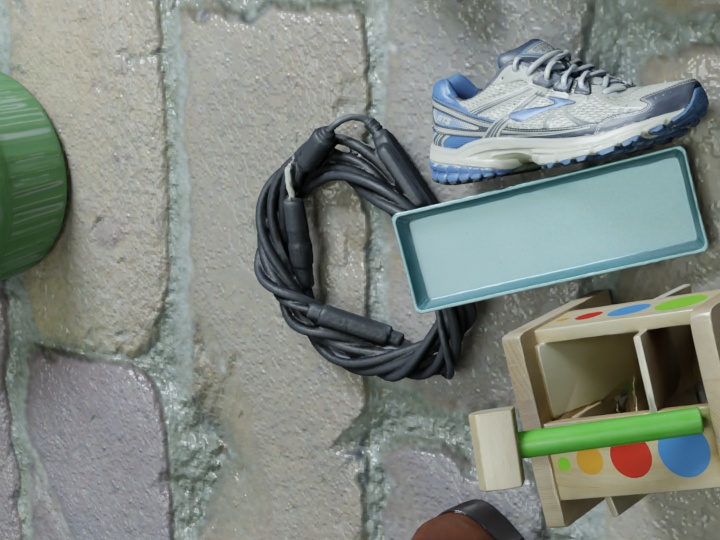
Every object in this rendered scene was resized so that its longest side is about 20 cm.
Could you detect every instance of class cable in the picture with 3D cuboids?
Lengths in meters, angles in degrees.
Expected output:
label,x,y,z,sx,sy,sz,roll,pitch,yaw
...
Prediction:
label,x,y,z,sx,sy,sz,roll,pitch,yaw
cable,0.000,0.000,1.179,0.163,0.051,0.200,-38,81,33

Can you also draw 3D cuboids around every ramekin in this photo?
label,x,y,z,sx,sy,sz,roll,pitch,yaw
ramekin,-0.336,-0.075,1.361,0.200,0.098,0.200,9,107,32

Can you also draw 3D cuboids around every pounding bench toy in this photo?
label,x,y,z,sx,sy,sz,roll,pitch,yaw
pounding bench toy,0.176,0.084,0.989,0.156,0.200,0.125,-10,97,36

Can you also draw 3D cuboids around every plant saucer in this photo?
label,x,y,z,sx,sy,sz,roll,pitch,yaw
plant saucer,0.122,-0.026,1.079,0.200,0.019,0.070,-13,95,21

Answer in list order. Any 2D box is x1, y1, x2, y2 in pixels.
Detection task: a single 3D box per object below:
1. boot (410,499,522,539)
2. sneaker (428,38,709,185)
label,x,y,z,sx,sy,sz,roll,pitch,yaw
boot,0.082,0.245,1.096,0.188,0.200,0.069,47,123,15
sneaker,0.123,-0.108,1.054,0.200,0.077,0.085,-8,94,35
